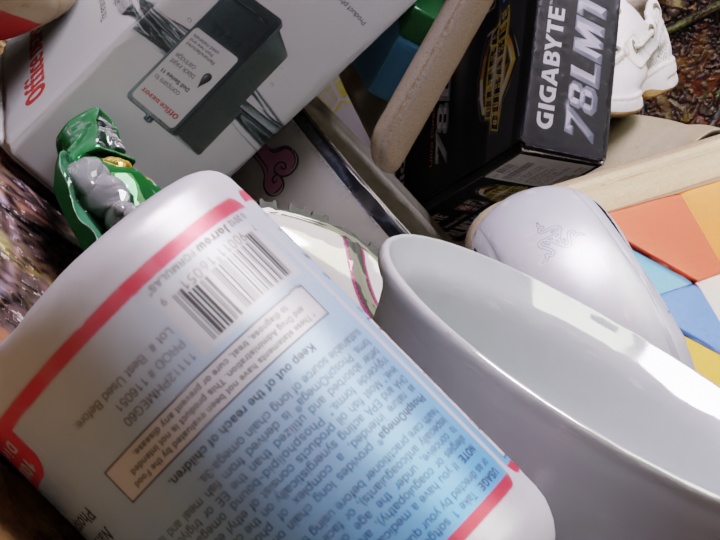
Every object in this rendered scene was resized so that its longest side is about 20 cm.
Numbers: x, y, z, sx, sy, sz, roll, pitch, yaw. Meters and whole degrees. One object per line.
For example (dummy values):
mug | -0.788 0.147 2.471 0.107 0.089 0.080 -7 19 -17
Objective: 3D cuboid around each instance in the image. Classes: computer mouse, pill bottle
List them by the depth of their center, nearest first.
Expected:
pill bottle | -0.014 0.074 0.671 0.200 0.109 0.109 45 11 4
computer mouse | 0.104 0.052 0.915 0.044 0.110 0.200 85 -19 -75

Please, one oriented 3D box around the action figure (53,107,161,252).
action figure | -0.067 0.011 0.849 0.200 0.055 0.118 53 4 29

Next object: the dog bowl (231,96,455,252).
dog bowl | 0.000 0.000 1.035 0.200 0.074 0.200 48 5 -6

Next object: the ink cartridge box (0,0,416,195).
ink cartridge box | -0.061 -0.117 0.968 0.083 0.200 0.147 43 11 -22

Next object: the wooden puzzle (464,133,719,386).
wooden puzzle | 0.166 0.027 0.991 0.200 0.037 0.185 -19 73 -34

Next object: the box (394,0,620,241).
box | 0.073 -0.129 1.122 0.050 0.200 0.198 10 -12 -18

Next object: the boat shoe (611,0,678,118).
boat shoe | 0.126 -0.121 1.227 0.200 0.071 0.069 -34 119 -67

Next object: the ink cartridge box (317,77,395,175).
ink cartridge box | 0.008 -0.134 1.256 0.146 0.200 0.048 43 14 -3

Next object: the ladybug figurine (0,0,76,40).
ladybug figurine | -0.197 -0.149 0.923 0.136 0.072 0.200 50 12 29

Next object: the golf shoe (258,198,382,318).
golf shoe | 0.001 0.049 0.909 0.200 0.077 0.088 42 18 -10

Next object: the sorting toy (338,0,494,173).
sorting toy | 0.038 -0.152 1.004 0.036 0.185 0.200 26 15 -12

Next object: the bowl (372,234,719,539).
bowl | 0.074 0.076 0.808 0.201 0.090 0.201 28 12 -6

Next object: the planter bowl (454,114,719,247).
planter bowl | 0.113 -0.002 1.255 0.135 0.200 0.200 19 1 24
